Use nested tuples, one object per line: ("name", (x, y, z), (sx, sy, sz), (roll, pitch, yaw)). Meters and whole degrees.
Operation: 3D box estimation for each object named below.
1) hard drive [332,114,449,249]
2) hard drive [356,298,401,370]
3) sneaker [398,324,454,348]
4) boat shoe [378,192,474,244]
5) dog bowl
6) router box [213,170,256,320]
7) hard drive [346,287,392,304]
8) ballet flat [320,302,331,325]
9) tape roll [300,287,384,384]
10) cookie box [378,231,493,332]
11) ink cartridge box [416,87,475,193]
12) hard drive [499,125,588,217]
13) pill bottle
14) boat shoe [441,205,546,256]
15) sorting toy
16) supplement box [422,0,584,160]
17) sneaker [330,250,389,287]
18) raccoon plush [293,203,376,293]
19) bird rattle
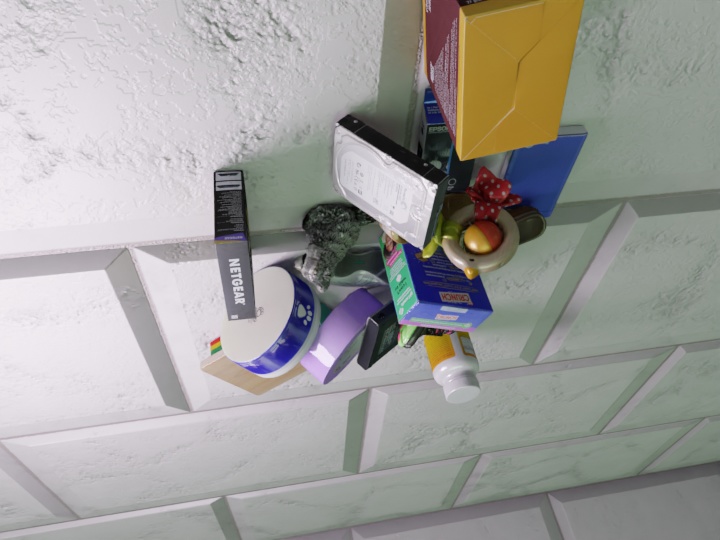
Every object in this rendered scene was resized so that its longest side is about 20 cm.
("hard drive", (0.039, -0.137, 0.893), (0.038, 0.199, 0.141), (-41, 156, -32))
("hard drive", (0.078, 0.100, 1.152), (0.199, 0.033, 0.141), (-33, 149, -38))
("sneaker", (0.152, 0.096, 1.122), (0.199, 0.084, 0.077), (-34, 174, -33))
("boat shoe", (0.120, -0.107, 1.038), (0.197, 0.069, 0.075), (-17, 123, -31))
("dog bowl", (-0.175, 0.098, 1.099), (0.198, 0.202, 0.079), (-31, 137, 22))
("router box", (-0.210, -0.038, 0.957), (0.051, 0.159, 0.202), (-5, 141, -10))
("hard drive", (0.083, 0.079, 1.264), (0.196, 0.027, 0.133), (-15, 132, 13))
("ballet flat", (-0.076, 0.135, 1.288), (0.069, 0.068, 0.200), (-16, 142, 28))
("tape roll", (-0.033, 0.133, 1.156), (0.200, 0.065, 0.201), (-48, 168, -14))
("cookie box", (0.138, 0.007, 1.078), (0.168, 0.202, 0.076), (10, 138, -26))
("ink cartridge box", (0.145, -0.210, 0.946), (0.097, 0.040, 0.202), (-8, 141, -6))
("hard drive", (0.321, -0.173, 1.052), (0.129, 0.026, 0.202), (-5, 141, -9))
("pill bottle", (0.215, 0.202, 1.341), (0.109, 0.202, 0.112), (-8, 142, -6))
("boat shoe", (0.244, -0.071, 1.073), (0.196, 0.068, 0.073), (-13, 120, -1))
("sorting toy", (-0.226, 0.189, 1.303), (0.198, 0.070, 0.198), (-30, 139, 19))
("supplement box", (0.163, -0.292, 0.717), (0.130, 0.202, 0.199), (-12, 142, -1))
("sneaker", (0.000, 0.000, 1.150), (0.197, 0.072, 0.080), (6, 158, -24))
("raccoon plush", (-0.029, -0.053, 1.008), (0.198, 0.136, 0.097), (-28, 139, 18))
("bird rattle", (0.200, -0.068, 0.971), (0.197, 0.164, 0.113), (-24, 149, -12))
